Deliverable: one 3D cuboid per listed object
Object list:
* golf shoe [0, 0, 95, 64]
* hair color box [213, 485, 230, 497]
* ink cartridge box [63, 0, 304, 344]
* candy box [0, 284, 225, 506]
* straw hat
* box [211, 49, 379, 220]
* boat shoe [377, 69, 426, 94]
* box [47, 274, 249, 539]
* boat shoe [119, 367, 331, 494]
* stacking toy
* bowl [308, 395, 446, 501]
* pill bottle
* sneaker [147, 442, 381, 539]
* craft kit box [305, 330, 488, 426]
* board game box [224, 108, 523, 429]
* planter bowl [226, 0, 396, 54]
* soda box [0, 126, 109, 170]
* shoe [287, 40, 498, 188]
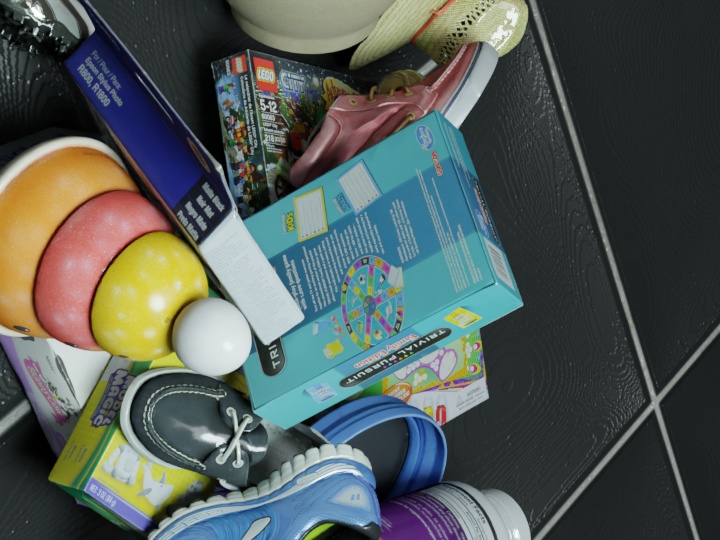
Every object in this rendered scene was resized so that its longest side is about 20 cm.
[{"bbox_3d":[-0.235,-0.208,1.222,0.200,0.077,0.095,30,74,-46],"label":"golf shoe"},{"bbox_3d":[-0.079,0.238,1.366,0.065,0.199,0.110,-2,98,-45],"label":"hair color box"},{"bbox_3d":[-0.128,-0.066,1.206,0.041,0.200,0.200,-35,147,-6],"label":"ink cartridge box"},{"bbox_3d":[-0.157,0.060,1.350,0.200,0.071,0.168,-41,124,-36],"label":"candy box"},{"bbox_3d":[0.090,-0.208,1.470,0.085,0.201,0.201,47,55,4],"label":"straw hat"},{"bbox_3d":[-0.037,-0.092,1.422,0.200,0.038,0.137,4,75,-58],"label":"box"},{"bbox_3d":[0.027,-0.073,1.420,0.076,0.072,0.201,13,63,-38],"label":"boat shoe"},{"bbox_3d":[-0.132,0.092,1.296,0.117,0.048,0.201,43,64,-43],"label":"box"},{"bbox_3d":[-0.086,0.120,1.272,0.200,0.060,0.076,22,82,-48],"label":"boat shoe"},{"bbox_3d":[-0.151,0.012,1.156,0.146,0.200,0.147,-33,138,-36],"label":"stacking toy"},{"bbox_3d":[-0.015,0.190,1.488,0.200,0.039,0.201,-29,141,-26],"label":"bowl"},{"bbox_3d":[0.046,0.241,1.471,0.199,0.112,0.113,-11,104,-42],"label":"pill bottle"},{"bbox_3d":[-0.075,0.201,1.247,0.199,0.089,0.079,-29,141,7],"label":"sneaker"},{"bbox_3d":[0.025,0.055,1.564,0.200,0.048,0.199,-26,111,-41],"label":"craft kit box"},{"bbox_3d":[0.000,0.000,1.261,0.047,0.199,0.152,36,31,-52],"label":"board game box"},{"bbox_3d":[-0.039,-0.253,1.359,0.200,0.200,0.135,-37,149,-36],"label":"planter bowl"},{"bbox_3d":[-0.264,-0.039,1.224,0.200,0.068,0.064,-27,117,-40],"label":"soda box"},{"bbox_3d":[0.026,-0.120,1.369,0.091,0.071,0.201,35,66,-4],"label":"shoe"}]
